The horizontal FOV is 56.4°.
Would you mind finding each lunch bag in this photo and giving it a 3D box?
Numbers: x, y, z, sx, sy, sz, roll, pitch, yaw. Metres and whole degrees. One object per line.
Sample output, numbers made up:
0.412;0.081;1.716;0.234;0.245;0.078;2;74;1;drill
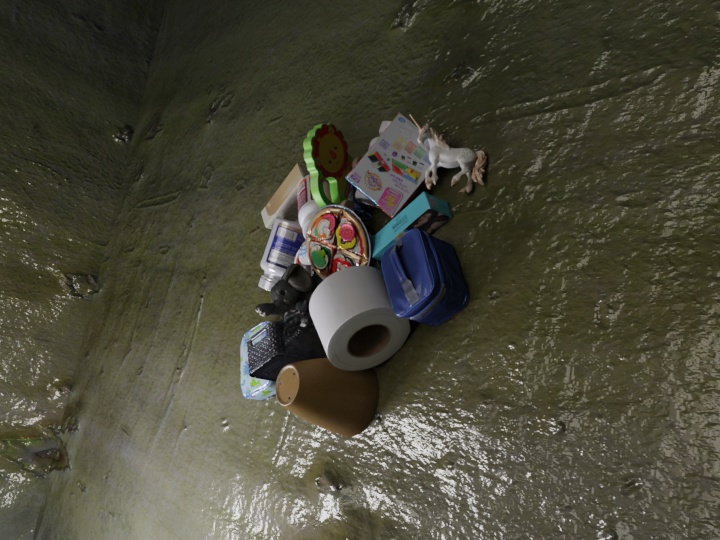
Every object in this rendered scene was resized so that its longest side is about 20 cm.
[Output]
-0.264;0.253;1.872;0.160;0.082;0.202;-33;52;39;lunch bag
0.129;0.007;1.455;0.136;0.132;0.202;-40;48;31;lunch bag

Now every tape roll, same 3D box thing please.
-0.004;0.109;1.522;0.203;0.201;0.140;-51;42;24;tape roll

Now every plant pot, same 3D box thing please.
-0.092;0.282;1.562;0.185;0.199;0.189;-21;61;44;plant pot

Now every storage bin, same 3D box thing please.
-0.172;0.212;1.681;0.135;0.199;0.095;-36;50;35;storage bin

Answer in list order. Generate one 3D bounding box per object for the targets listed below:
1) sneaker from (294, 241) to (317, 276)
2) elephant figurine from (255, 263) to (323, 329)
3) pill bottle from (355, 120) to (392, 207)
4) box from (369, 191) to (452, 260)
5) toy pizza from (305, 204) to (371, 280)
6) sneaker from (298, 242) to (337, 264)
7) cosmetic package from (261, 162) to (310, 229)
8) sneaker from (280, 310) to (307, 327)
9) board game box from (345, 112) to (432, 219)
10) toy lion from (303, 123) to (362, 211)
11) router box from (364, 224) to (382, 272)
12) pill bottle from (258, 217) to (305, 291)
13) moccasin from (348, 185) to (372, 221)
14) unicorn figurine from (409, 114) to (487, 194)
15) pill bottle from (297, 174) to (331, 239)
-0.137;0.017;1.838;0.081;0.077;0.202;14;92;32;sneaker
-0.162;0.055;1.660;0.143;0.198;0.155;-66;25;3;elephant figurine
0.064;-0.259;1.657;0.112;0.112;0.202;13;86;51;pill bottle
0.113;-0.094;1.558;0.200;0.082;0.050;-41;50;33;box
-0.061;-0.057;1.615;0.198;0.032;0.203;10;107;34;toy pizza
-0.102;-0.037;1.721;0.199;0.071;0.073;-16;60;53;sneaker
-0.191;-0.203;1.949;0.200;0.105;0.071;-48;44;25;cosmetic package
-0.185;0.132;1.789;0.200;0.087;0.076;-48;-3;5;sneaker
0.085;-0.244;1.576;0.153;0.040;0.200;41;92;9;board game box
-0.075;-0.251;1.655;0.068;0.191;0.202;-4;62;39;toy lion
0.000;0.000;1.671;0.150;0.051;0.201;-51;39;24;router box
-0.216;-0.038;1.900;0.119;0.119;0.202;20;91;51;pill bottle
-0.001;-0.182;1.730;0.068;0.080;0.202;20;92;51;moccasin
0.190;-0.251;1.507;0.198;0.074;0.139;15;80;9;unicorn figurine
-0.114;-0.165;1.804;0.110;0.109;0.201;-46;31;28;pill bottle
